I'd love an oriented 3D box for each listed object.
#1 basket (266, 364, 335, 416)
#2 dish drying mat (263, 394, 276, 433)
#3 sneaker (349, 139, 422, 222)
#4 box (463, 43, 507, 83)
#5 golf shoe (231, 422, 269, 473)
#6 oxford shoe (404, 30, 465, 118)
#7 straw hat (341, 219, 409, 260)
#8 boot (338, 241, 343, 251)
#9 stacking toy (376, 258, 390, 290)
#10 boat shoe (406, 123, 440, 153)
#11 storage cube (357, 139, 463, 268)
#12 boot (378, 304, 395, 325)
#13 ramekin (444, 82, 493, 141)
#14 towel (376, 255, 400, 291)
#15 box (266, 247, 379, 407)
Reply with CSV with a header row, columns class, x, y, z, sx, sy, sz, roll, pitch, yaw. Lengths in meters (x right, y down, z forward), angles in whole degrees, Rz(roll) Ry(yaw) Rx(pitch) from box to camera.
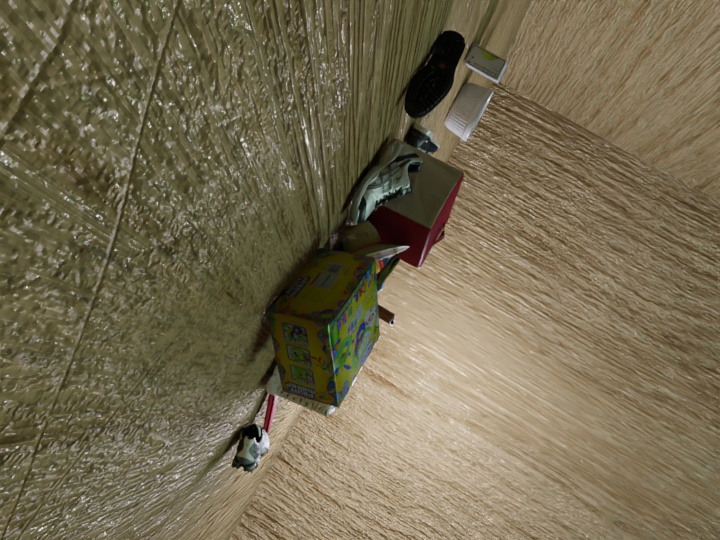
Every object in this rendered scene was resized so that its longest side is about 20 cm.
class,x,y,z,sx,sy,sz,roll,pitch,yaw
basket,-0.106,0.235,1.336,0.202,0.160,0.198,-64,174,-9
dish drying mat,-0.234,0.359,1.467,0.077,0.018,0.202,-70,176,-54
sneaker,0.054,-0.168,1.090,0.201,0.087,0.076,-57,176,-18
box,0.383,-0.626,1.672,0.061,0.116,0.200,-61,174,22
golf shoe,-0.262,0.418,1.375,0.200,0.077,0.096,-110,-146,-82
oxford shoe,0.141,-0.357,1.056,0.201,0.072,0.085,-58,176,-21
straw hat,0.002,-0.063,1.178,0.199,0.086,0.201,-17,176,-1
boot,-0.014,-0.033,1.342,0.200,0.077,0.139,-52,165,-65
stacking toy,0.000,0.000,1.575,0.200,0.109,0.117,-8,113,-70
boat shoe,0.158,-0.321,1.406,0.061,0.073,0.200,-61,172,8
storage cube,0.108,-0.146,1.230,0.172,0.199,0.180,-57,168,-23
boot,0.021,0.099,1.664,0.069,0.199,0.188,-58,174,-15
ramekin,0.392,-0.589,2.017,0.201,0.104,0.200,-59,174,-9
towel,0.009,0.047,1.267,0.200,0.023,0.144,-41,-172,46
box,-0.057,0.099,1.004,0.200,0.121,0.194,-54,147,-49
